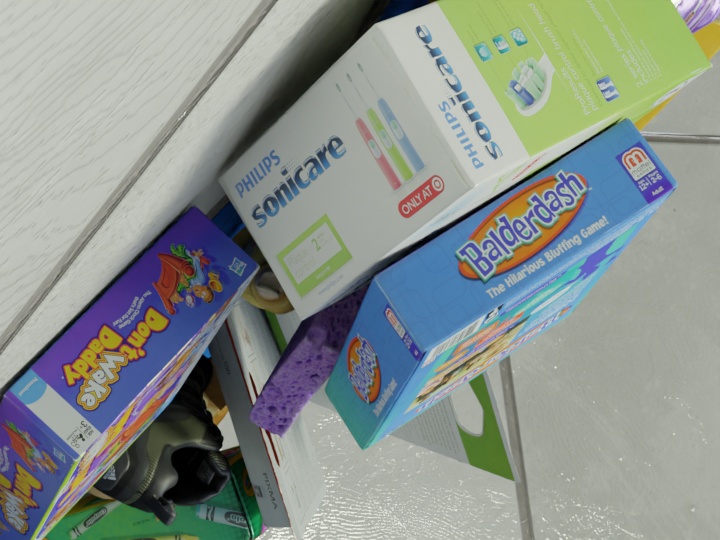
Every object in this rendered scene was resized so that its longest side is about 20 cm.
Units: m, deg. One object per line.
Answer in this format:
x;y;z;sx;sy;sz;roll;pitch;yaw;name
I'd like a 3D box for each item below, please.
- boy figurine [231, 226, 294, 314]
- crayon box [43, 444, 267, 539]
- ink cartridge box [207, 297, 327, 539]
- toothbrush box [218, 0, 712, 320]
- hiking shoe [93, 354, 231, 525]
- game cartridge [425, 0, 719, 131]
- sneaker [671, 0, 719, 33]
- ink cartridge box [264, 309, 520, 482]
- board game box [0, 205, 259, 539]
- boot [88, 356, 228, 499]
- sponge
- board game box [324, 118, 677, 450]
-0.033;-0.030;0.935;0.125;0.064;0.200;-63;-174;-23;boy figurine
-0.157;0.188;1.214;0.198;0.059;0.119;-18;-179;17;crayon box
-0.075;0.096;1.080;0.056;0.164;0.200;-18;-179;8;ink cartridge box
0.052;-0.073;0.778;0.199;0.087;0.145;-26;173;-42;toothbrush box
-0.129;0.112;1.054;0.076;0.101;0.200;-48;179;19;hiking shoe
0.110;-0.127;0.993;0.200;0.174;0.033;131;-35;-60;game cartridge
0.130;-0.111;0.906;0.083;0.082;0.200;1;160;-31;sneaker
0.032;0.045;1.094;0.076;0.199;0.149;-48;138;-29;ink cartridge box
-0.133;0.065;0.813;0.135;0.045;0.200;-48;178;-30;board game box
-0.167;0.134;1.214;0.144;0.071;0.201;-39;179;44;boot
0.000;0.000;0.961;0.201;0.030;0.112;-61;-177;-38;sponge
0.064;0.014;0.816;0.151;0.045;0.200;-32;168;-17;board game box
